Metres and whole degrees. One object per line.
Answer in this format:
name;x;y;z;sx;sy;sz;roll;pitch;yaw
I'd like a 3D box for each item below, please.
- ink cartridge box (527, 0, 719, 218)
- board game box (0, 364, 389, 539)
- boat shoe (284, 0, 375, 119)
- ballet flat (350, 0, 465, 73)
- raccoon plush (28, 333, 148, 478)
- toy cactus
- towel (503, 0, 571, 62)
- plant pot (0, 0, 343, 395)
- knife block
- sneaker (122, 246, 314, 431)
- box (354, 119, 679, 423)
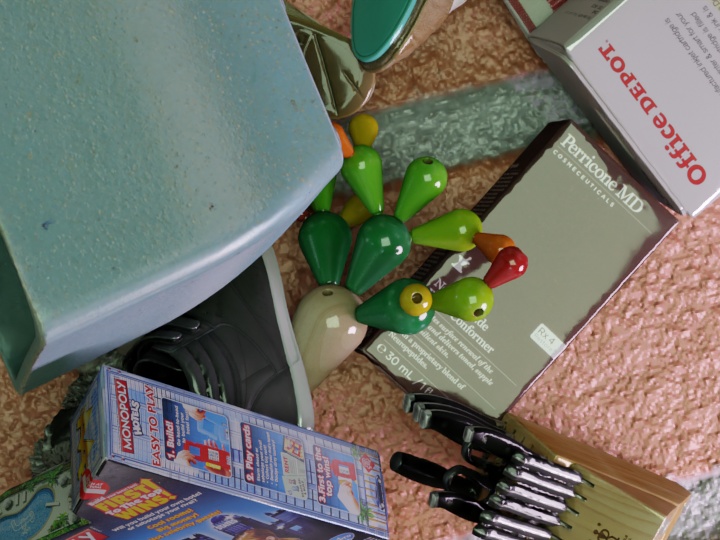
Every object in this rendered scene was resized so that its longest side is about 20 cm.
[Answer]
ink cartridge box;0.229;-0.154;1.348;0.200;0.084;0.145;-41;108;-3
board game box;-0.122;0.132;1.220;0.200;0.200;0.062;-25;53;26
boat shoe;-0.082;-0.158;1.350;0.200;0.063;0.073;24;97;0
ballet flat;0.041;-0.210;1.335;0.072;0.068;0.201;23;64;-43
raccoon plush;-0.173;0.108;1.352;0.097;0.134;0.200;27;122;-21
toy cactus;0.000;0.000;1.301;0.200;0.102;0.165;37;95;34
towel;0.160;-0.243;1.346;0.200;0.023;0.144;-42;133;-2
plant pot;-0.126;-0.067;1.175;0.200;0.196;0.197;-20;84;-17
knife block;0.109;0.132;1.329;0.175;0.200;0.064;31;98;14
sneaker;-0.101;0.025;1.286;0.099;0.071;0.200;3;56;-41
box;0.099;0.009;1.361;0.100;0.075;0.200;42;86;-6
